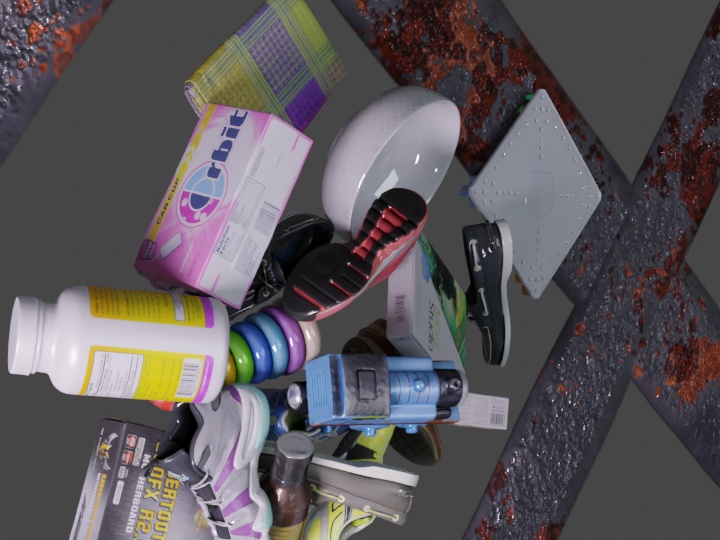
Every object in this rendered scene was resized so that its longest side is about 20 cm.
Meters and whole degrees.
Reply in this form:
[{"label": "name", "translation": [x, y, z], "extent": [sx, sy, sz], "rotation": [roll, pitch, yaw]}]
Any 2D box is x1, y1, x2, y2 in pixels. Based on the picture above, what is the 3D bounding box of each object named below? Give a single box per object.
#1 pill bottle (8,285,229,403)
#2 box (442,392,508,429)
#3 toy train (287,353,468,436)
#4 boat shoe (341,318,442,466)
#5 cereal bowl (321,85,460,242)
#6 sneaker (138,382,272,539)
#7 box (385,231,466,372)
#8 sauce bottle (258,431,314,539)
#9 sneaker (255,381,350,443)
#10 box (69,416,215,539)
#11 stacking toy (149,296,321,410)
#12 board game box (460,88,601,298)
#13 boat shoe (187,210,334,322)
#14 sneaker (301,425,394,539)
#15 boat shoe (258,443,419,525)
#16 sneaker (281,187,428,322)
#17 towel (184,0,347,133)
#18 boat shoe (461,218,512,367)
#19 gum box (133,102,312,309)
[{"label": "pill bottle", "translation": [-0.232, 0.069, 1.416], "extent": [0.199, 0.104, 0.105], "rotation": [6, 88, -19]}, {"label": "box", "translation": [0.086, 0.157, 1.712], "extent": [0.199, 0.039, 0.042], "rotation": [9, 81, -36]}, {"label": "toy train", "translation": [0.024, 0.130, 1.576], "extent": [0.199, 0.114, 0.087], "rotation": [3, 78, -28]}, {"label": "boat shoe", "translation": [0.052, 0.144, 1.758], "extent": [0.074, 0.075, 0.201], "rotation": [-49, 125, -35]}, {"label": "cereal bowl", "translation": [0.022, -0.126, 1.675], "extent": [0.200, 0.083, 0.200], "rotation": [-44, 156, -26]}, {"label": "sneaker", "translation": [-0.162, 0.215, 1.488], "extent": [0.139, 0.078, 0.201], "rotation": [3, 81, -43]}, {"label": "box", "translation": [0.080, 0.052, 1.734], "extent": [0.200, 0.036, 0.145], "rotation": [53, 35, -57]}, {"label": "sauce bottle", "translation": [-0.086, 0.255, 1.573], "extent": [0.065, 0.065, 0.201], "rotation": [-22, 140, -41]}, {"label": "sneaker", "translation": [-0.051, 0.163, 1.654], "extent": [0.199, 0.077, 0.076], "rotation": [-6, 96, -46]}, {"label": "box", "translation": [-0.217, 0.265, 1.516], "extent": [0.158, 0.048, 0.201], "rotation": [23, 77, -43]}, {"label": "stacking toy", "translation": [-0.140, 0.098, 1.566], "extent": [0.199, 0.085, 0.086], "rotation": [-23, 109, -36]}, {"label": "board game box", "translation": [0.227, -0.101, 1.946], "extent": [0.200, 0.026, 0.200], "rotation": [-54, 126, -28]}, {"label": "boat shoe", "translation": [-0.102, 0.000, 1.598], "extent": [0.200, 0.066, 0.070], "rotation": [-37, 117, -37]}, {"label": "sneaker", "translation": [-0.007, 0.250, 1.690], "extent": [0.200, 0.076, 0.075], "rotation": [-58, 162, -17]}, {"label": "boat shoe", "translation": [-0.039, 0.231, 1.616], "extent": [0.201, 0.072, 0.061], "rotation": [12, 88, -2]}, {"label": "sneaker", "translation": [0.000, 0.000, 1.609], "extent": [0.200, 0.074, 0.087], "rotation": [-40, 154, -20]}, {"label": "towel", "translation": [-0.103, -0.205, 1.615], "extent": [0.200, 0.023, 0.144], "rotation": [-53, 125, -29]}, {"label": "boat shoe", "translation": [0.155, 0.030, 1.862], "extent": [0.060, 0.076, 0.201], "rotation": [-6, 110, -7]}, {"label": "gum box", "translation": [-0.142, -0.063, 1.504], "extent": [0.066, 0.113, 0.201], "rotation": [30, 80, -42]}]
